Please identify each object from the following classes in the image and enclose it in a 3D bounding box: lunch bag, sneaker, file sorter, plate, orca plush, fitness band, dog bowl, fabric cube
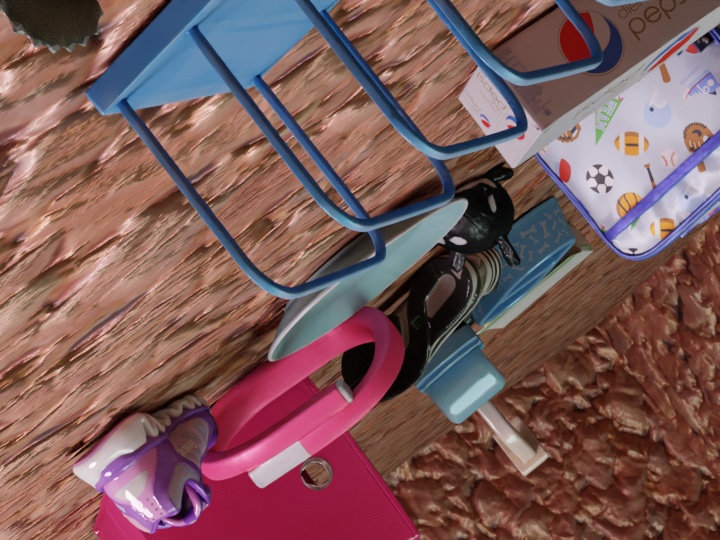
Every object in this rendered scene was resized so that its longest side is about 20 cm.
[{"bbox_3d":[0.237,-0.111,1.677,0.200,0.161,0.075,-43,171,35],"label":"lunch bag"},{"bbox_3d":[-0.148,0.155,1.701,0.080,0.089,0.200,-43,174,13],"label":"sneaker"},{"bbox_3d":[0.071,0.049,2.117,0.201,0.076,0.115,-47,166,35],"label":"sneaker"},{"bbox_3d":[0.015,-0.099,0.924,0.200,0.123,0.139,-42,170,25],"label":"file sorter"},{"bbox_3d":[0.000,0.000,1.727,0.200,0.026,0.200,-37,173,-6],"label":"plate"},{"bbox_3d":[0.101,-0.022,1.876,0.105,0.071,0.200,-36,172,-14],"label":"orca plush"},{"bbox_3d":[-0.053,0.103,1.805,0.199,0.037,0.144,-34,-157,10],"label":"fitness band"},{"bbox_3d":[0.160,-0.004,2.306,0.111,0.050,0.200,-35,171,-26],"label":"dog bowl"},{"bbox_3d":[-0.097,0.228,1.949,0.199,0.197,0.200,-34,172,-19],"label":"fabric cube"}]

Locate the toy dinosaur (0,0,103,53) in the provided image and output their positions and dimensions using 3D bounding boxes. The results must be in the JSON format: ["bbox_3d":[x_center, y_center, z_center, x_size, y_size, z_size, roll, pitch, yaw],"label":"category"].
[{"bbox_3d":[-0.067,-0.121,0.613,0.102,0.077,0.200,-43,177,-21],"label":"toy dinosaur"}]

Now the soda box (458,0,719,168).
[{"bbox_3d":[0.164,-0.154,1.471,0.199,0.064,0.068,-34,172,-22],"label":"soda box"}]

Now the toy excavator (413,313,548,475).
[{"bbox_3d":[0.113,0.125,2.276,0.100,0.200,0.194,-38,172,2],"label":"toy excavator"}]

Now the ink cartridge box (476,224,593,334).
[{"bbox_3d":[0.185,0.009,2.495,0.145,0.048,0.200,-40,171,11],"label":"ink cartridge box"}]
